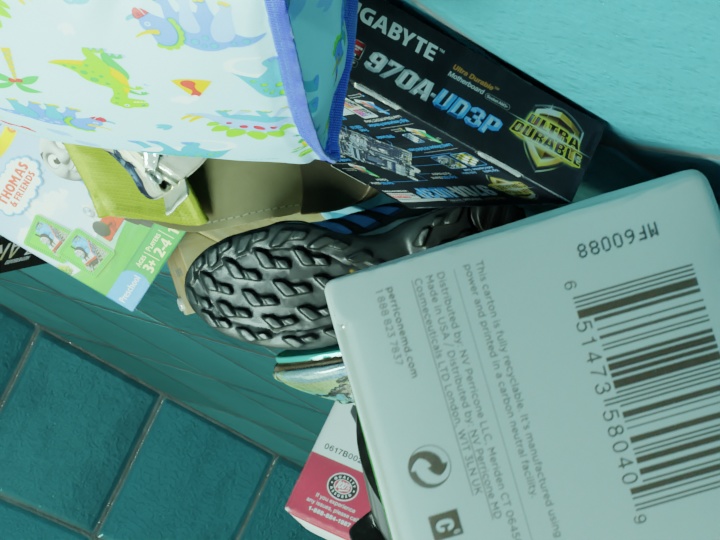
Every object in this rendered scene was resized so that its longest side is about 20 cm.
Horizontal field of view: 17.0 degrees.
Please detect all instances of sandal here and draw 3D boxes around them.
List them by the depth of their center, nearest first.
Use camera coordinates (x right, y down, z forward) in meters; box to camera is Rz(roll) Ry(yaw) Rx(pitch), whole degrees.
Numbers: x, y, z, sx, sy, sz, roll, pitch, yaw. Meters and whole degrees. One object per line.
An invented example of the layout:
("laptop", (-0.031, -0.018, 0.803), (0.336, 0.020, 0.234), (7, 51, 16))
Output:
("sandal", (-0.058, -0.066, 1.452), (0.212, 0.078, 0.070), (2, -167, 36))

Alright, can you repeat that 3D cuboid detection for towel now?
("towel", (-0.159, -0.103, 1.399), (0.086, 0.018, 0.200), (9, 139, 37))

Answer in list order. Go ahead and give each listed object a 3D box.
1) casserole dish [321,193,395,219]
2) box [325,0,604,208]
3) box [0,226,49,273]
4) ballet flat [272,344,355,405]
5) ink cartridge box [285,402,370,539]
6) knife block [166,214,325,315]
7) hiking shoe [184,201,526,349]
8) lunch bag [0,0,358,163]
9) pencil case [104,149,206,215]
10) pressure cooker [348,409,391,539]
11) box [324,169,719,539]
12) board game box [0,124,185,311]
("casserole dish", (0.066, -0.011, 1.520), (0.200, 0.039, 0.121), (30, 169, -32))
("box", (0.008, -0.086, 1.226), (0.159, 0.046, 0.200), (28, 171, -20))
("box", (-0.286, -0.066, 1.622), (0.200, 0.044, 0.160), (-15, -123, -49))
("ballet flat", (0.051, 0.051, 1.382), (0.200, 0.074, 0.074), (-17, 161, 7))
("ink cartridge box", (0.059, 0.114, 1.685), (0.148, 0.200, 0.086), (21, 170, 19))
("knife block", (-0.050, -0.042, 1.633), (0.064, 0.175, 0.200), (165, 86, -74))
("hiking shoe", (0.000, 0.000, 1.384), (0.200, 0.074, 0.087), (-8, -174, 1))
("lunch bag", (-0.094, -0.116, 0.977), (0.170, 0.128, 0.200), (6, 178, 8))
("pencil case", (-0.157, -0.119, 1.295), (0.200, 0.078, 0.089), (38, -153, -26))
("pressure cooker", (0.088, 0.114, 1.495), (0.176, 0.179, 0.200), (9, 161, 6))
("box", (0.103, 0.082, 1.210), (0.200, 0.199, 0.171), (-16, 169, 2))
("board game box", (-0.196, -0.078, 1.538), (0.200, 0.037, 0.151), (31, 130, -7))
